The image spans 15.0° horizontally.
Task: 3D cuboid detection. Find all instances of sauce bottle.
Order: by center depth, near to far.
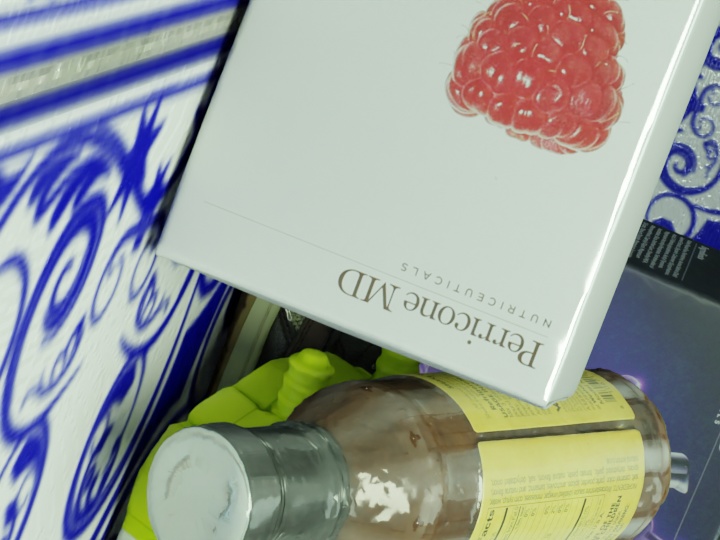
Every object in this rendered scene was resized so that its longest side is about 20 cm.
[{"bbox_3d":[0.017,0.061,0.828,0.200,0.065,0.065,2,112,-50],"label":"sauce bottle"}]

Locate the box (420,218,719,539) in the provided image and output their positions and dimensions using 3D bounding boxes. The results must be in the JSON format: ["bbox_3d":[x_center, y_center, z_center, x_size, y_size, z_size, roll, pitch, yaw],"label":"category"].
[{"bbox_3d":[0.125,0.049,1.461,0.104,0.199,0.148,-47,157,-72],"label":"box"}]

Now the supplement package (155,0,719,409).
[{"bbox_3d":[0.039,-0.074,0.788,0.120,0.121,0.201,11,100,-83],"label":"supplement package"}]

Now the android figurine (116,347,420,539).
[{"bbox_3d":[-0.032,0.109,0.891,0.182,0.041,0.201,-4,122,-50],"label":"android figurine"}]

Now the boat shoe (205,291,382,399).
[{"bbox_3d":[-0.005,0.010,0.925,0.073,0.065,0.201,-57,168,-64],"label":"boat shoe"}]
